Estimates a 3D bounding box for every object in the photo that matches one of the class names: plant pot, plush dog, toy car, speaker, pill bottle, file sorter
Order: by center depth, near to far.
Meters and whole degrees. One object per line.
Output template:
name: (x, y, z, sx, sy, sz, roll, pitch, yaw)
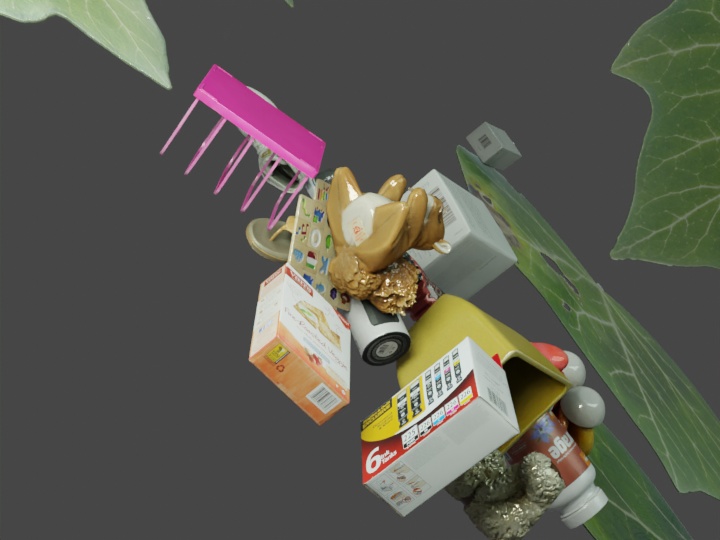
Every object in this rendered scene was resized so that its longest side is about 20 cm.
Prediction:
plush dog: (0.177, 0.308, 1.628, 0.171, 0.161, 0.200, 40, -13, 13)
file sorter: (-0.170, -0.172, 1.635, 0.199, 0.126, 0.139, 34, 21, -11)
speaker: (0.007, 0.046, 1.763, 0.081, 0.081, 0.201, 31, 27, -46)
plant pot: (0.170, 0.152, 1.786, 0.194, 0.196, 0.200, 30, 19, -47)
pill bottle: (0.322, 0.328, 1.920, 0.201, 0.112, 0.112, 53, 18, 5)
toy car: (0.340, 0.256, 2.082, 0.149, 0.176, 0.201, -1, 43, -20)

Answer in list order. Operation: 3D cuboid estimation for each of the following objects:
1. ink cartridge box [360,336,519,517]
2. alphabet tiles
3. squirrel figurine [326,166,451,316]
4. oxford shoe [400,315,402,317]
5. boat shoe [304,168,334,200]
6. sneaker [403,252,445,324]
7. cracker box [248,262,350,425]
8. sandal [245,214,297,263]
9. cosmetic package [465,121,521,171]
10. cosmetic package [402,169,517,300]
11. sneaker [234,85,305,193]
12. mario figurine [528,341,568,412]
ink cartridge box: (0.097, 0.192, 1.500, 0.084, 0.200, 0.176, 42, 20, -22)
alphabet tiles: (-0.052, -0.023, 1.663, 0.166, 0.006, 0.202, 23, 73, -55)
squirrel figurine: (0.046, -0.040, 1.689, 0.141, 0.202, 0.186, 23, 13, 35)
oxford shoe: (0.000, 0.000, 1.886, 0.074, 0.071, 0.201, -21, 72, -45)
boat shoe: (-0.021, -0.099, 1.982, 0.200, 0.056, 0.069, 48, 17, -40)
sneaker: (0.112, 0.051, 2.017, 0.201, 0.071, 0.098, 57, 19, 10)
cracker box: (-0.076, 0.093, 1.507, 0.134, 0.058, 0.200, 45, 19, -21)
sandal: (-0.081, -0.050, 1.705, 0.199, 0.054, 0.081, 9, 42, -31)
cosmetic package: (0.420, -0.388, 3.580, 0.108, 0.085, 0.200, 57, 18, 18)
cosmetic package: (0.164, -0.057, 2.197, 0.199, 0.165, 0.166, 26, 30, -51)
sneaker: (-0.155, -0.217, 1.888, 0.200, 0.074, 0.116, 48, 15, -15)
mario figurine: (0.267, 0.203, 1.886, 0.106, 0.200, 0.124, 19, 36, -57)
